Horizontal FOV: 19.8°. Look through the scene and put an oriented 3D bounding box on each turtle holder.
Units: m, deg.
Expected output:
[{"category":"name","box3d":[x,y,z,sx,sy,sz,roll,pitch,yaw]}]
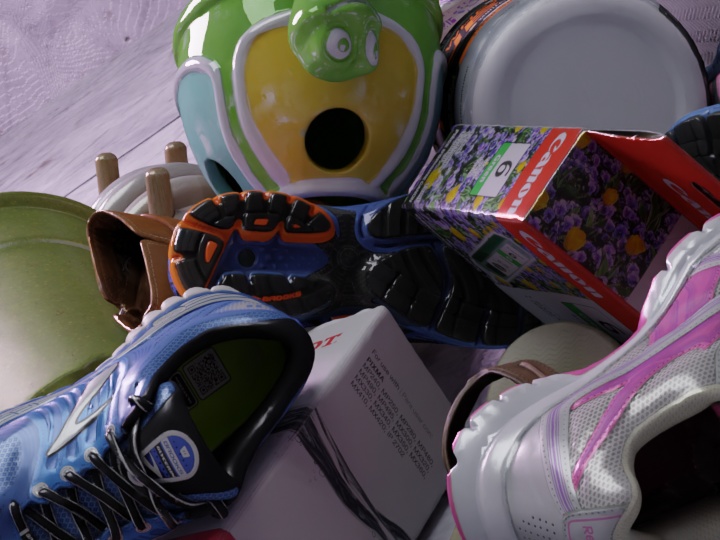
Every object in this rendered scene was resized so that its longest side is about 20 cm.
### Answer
[{"category":"turtle holder","box3d":[-0.014,-0.090,1.008,0.185,0.140,0.133,-30,57,49]}]

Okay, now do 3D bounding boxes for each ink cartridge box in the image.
[{"category":"ink cartridge box","box3d":[0.104,-0.010,0.866,0.050,0.109,0.200,-55,19,-8]},{"category":"ink cartridge box","box3d":[-0.058,0.119,0.888,0.144,0.085,0.200,-21,22,39]}]

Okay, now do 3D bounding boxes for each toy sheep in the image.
[{"category":"toy sheep","box3d":[-0.119,-0.009,1.309,0.138,0.138,0.200,-39,22,-12]}]

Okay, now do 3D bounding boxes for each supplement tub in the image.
[{"category":"supplement tub","box3d":[0.099,-0.086,1.069,0.122,0.123,0.200,-36,8,-2]}]

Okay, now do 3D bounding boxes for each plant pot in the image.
[{"category":"plant pot","box3d":[-0.161,0.078,1.094,0.200,0.201,0.190,-38,28,-10]}]

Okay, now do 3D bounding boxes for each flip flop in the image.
[{"category":"flip flop","box3d":[0.061,0.072,0.825,0.081,0.058,0.200,-27,18,29]}]

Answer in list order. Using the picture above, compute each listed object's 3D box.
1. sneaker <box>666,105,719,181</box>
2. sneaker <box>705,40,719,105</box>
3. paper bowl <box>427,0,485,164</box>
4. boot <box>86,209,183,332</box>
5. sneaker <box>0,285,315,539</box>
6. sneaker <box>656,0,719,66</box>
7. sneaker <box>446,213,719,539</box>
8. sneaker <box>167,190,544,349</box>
[{"category":"sneaker","box3d":[0.212,-0.054,0.855,0.199,0.076,0.078,-10,17,46]},{"category":"sneaker","box3d":[0.196,-0.098,0.992,0.070,0.082,0.200,-37,15,-8]},{"category":"paper bowl","box3d":[0.063,-0.149,1.387,0.200,0.105,0.201,-33,15,10]},{"category":"boot","box3d":[-0.076,-0.008,1.089,0.200,0.154,0.074,43,116,55]},{"category":"sneaker","box3d":[-0.098,0.074,0.805,0.200,0.079,0.089,-42,16,-22]},{"category":"sneaker","box3d":[0.253,-0.159,1.091,0.115,0.074,0.200,-41,26,-25]},{"category":"sneaker","box3d":[0.130,0.048,0.730,0.200,0.082,0.088,-39,30,-21]},{"category":"sneaker","box3d":[0.000,0.000,0.985,0.078,0.199,0.076,154,122,-69]}]
